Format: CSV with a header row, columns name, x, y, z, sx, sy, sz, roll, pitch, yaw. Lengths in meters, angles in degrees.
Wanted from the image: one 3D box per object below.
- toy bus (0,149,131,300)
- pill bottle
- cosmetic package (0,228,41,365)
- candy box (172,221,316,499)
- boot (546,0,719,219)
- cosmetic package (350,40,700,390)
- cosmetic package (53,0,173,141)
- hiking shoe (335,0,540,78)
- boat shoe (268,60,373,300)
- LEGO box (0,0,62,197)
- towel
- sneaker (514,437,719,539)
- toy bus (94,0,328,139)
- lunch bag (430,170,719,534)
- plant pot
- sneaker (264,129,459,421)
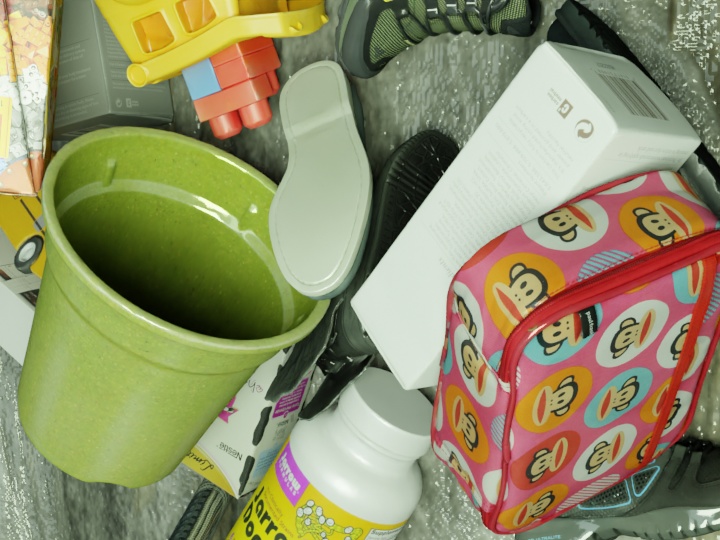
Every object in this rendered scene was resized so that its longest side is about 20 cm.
name,x,y,z,sx,sy,sz,roll,pitch,yaw
toy bus,-0.239,-0.034,0.941,0.078,0.065,0.200,-47,43,-1
pill bottle,-0.023,0.170,0.846,0.104,0.104,0.202,39,112,21
cosmetic package,-0.295,0.013,1.003,0.199,0.082,0.051,37,109,22
candy box,-0.100,0.050,0.904,0.135,0.061,0.203,26,107,25
boot,0.134,-0.044,0.749,0.168,0.076,0.201,-39,82,23
cosmetic package,0.090,-0.026,0.677,0.201,0.101,0.074,-52,59,29
cosmetic package,-0.225,-0.211,0.939,0.105,0.090,0.204,-7,89,30
hiking shoe,0.066,-0.184,0.776,0.200,0.075,0.101,-42,71,25
boat shoe,-0.018,-0.054,0.792,0.072,0.062,0.202,-18,48,15
LEGO box,-0.245,-0.139,0.799,0.076,0.200,0.152,5,99,-14
towel,-0.158,0.262,0.888,0.034,0.193,0.202,29,108,-1
sneaker,0.180,0.127,0.743,0.197,0.073,0.083,-16,78,26
toy bus,-0.089,-0.203,0.843,0.198,0.136,0.195,-19,98,27
lunch bag,0.131,0.044,0.652,0.082,0.174,0.202,53,155,36
plant pot,-0.144,0.040,0.800,0.200,0.199,0.185,44,125,19
sneaker,0.003,0.001,0.814,0.104,0.060,0.202,-24,41,56
